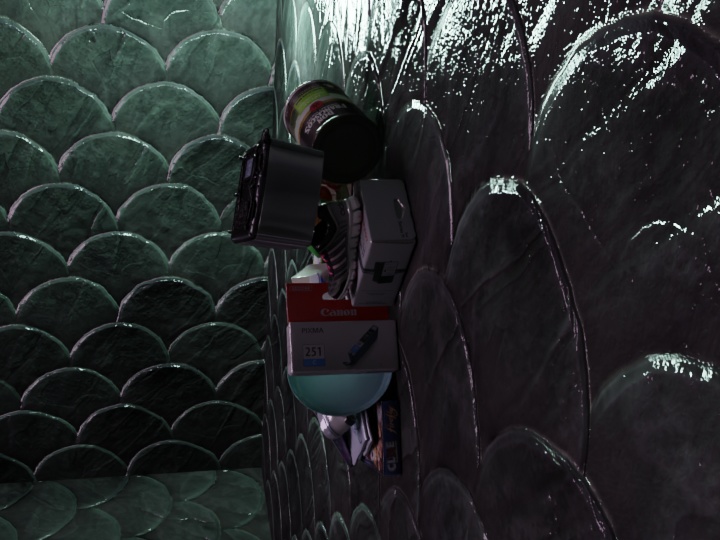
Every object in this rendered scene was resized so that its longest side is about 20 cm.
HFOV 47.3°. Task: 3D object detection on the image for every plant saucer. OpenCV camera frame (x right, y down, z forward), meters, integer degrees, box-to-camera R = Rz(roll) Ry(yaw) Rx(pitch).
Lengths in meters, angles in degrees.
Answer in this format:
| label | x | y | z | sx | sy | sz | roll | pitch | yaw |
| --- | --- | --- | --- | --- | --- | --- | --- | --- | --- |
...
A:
| label | x | y | z | sx | sy | sz | roll | pitch | yaw |
| --- | --- | --- | --- | --- | --- | --- | --- | --- | --- |
| plant saucer | -0.038 | 0.187 | 1.553 | 0.027 | 0.200 | 0.200 | 85 | 177 | -57 |

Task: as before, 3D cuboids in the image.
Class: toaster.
| label | x | y | z | sx | sy | sz | roll | pitch | yaw |
| --- | --- | --- | --- | --- | --- | --- | --- | --- | --- |
| toaster | -0.150 | -0.134 | 1.449 | 0.200 | 0.118 | 0.181 | 176 | 102 | -70 |

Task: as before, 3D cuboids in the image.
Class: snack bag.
| label | x | y | z | sx | sy | sz | roll | pitch | yaw |
| --- | --- | --- | --- | --- | --- | --- | --- | --- | --- |
| snack bag | -0.012 | 0.280 | 1.634 | 0.200 | 0.021 | 0.189 | 105 | 155 | -60 |

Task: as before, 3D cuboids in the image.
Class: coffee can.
| label | x | y | z | sx | sy | sz | roll | pitch | yaw |
| --- | --- | --- | --- | --- | --- | --- | --- | --- | --- |
| coffee can | -0.059 | -0.281 | 1.656 | 0.200 | 0.146 | 0.147 | -124 | 34 | -52 |

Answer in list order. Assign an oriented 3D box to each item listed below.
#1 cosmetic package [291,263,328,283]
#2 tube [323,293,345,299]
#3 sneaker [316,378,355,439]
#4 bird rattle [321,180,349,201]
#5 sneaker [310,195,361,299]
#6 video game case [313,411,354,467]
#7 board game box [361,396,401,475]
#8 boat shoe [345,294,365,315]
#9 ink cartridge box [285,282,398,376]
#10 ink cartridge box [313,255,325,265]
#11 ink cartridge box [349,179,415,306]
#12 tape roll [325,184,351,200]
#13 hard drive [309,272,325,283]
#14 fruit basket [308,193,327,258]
| label | x | y | z | sx | sy | sz | roll | pitch | yaw |
| --- | --- | --- | --- | --- | --- | --- | --- | --- | --- |
| cosmetic package | -0.086 | 0.092 | 1.865 | 0.104 | 0.073 | 0.200 | -40 | -59 | -63 |
| tube | -0.030 | 0.102 | 1.733 | 0.200 | 0.050 | 0.078 | 60 | -157 | -54 |
| sneaker | -0.054 | 0.226 | 1.591 | 0.073 | 0.071 | 0.200 | 32 | -150 | -52 |
| bird rattle | -0.068 | -0.164 | 1.789 | 0.113 | 0.163 | 0.200 | 44 | 146 | 48 |
| sneaker | -0.053 | -0.039 | 1.454 | 0.074 | 0.087 | 0.200 | -111 | 24 | -56 |
| video game case | -0.059 | 0.292 | 1.698 | 0.143 | 0.019 | 0.200 | -99 | -13 | -52 |
| board game box | 0.035 | 0.313 | 1.589 | 0.200 | 0.035 | 0.136 | 154 | 114 | -77 |
| boat shoe | 0.000 | 0.000 | 1.605 | 0.065 | 0.073 | 0.200 | 27 | -130 | -60 |
| ink cartridge box | -0.036 | 0.102 | 1.513 | 0.045 | 0.200 | 0.177 | 128 | 139 | -70 |
| ink cartridge box | -0.081 | -0.007 | 2.014 | 0.200 | 0.076 | 0.148 | -115 | 27 | -60 |
| ink cartridge box | 0.029 | -0.048 | 1.481 | 0.200 | 0.083 | 0.147 | 107 | 158 | -52 |
| tape roll | -0.106 | -0.200 | 1.972 | 0.203 | 0.139 | 0.203 | 180 | 90 | -78 |
| hard drive | -0.052 | 0.111 | 1.774 | 0.200 | 0.025 | 0.132 | 55 | -159 | -51 |
| fruit basket | -0.090 | -0.134 | 1.626 | 0.185 | 0.094 | 0.200 | -141 | 38 | -68 |
